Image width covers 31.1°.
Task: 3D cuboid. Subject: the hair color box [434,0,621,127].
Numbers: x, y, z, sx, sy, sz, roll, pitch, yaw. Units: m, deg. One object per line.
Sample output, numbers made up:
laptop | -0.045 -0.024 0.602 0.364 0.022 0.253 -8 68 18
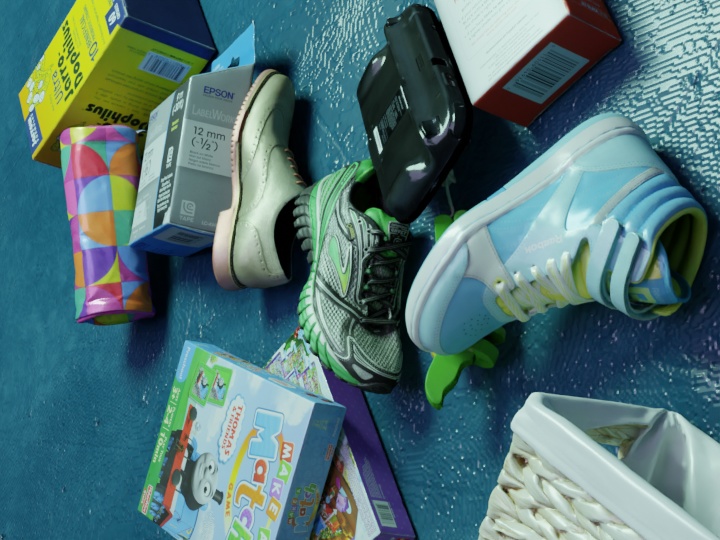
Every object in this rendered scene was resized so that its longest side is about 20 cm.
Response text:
hair color box | 0.105 -0.215 0.941 0.101 0.061 0.201 -41 50 35

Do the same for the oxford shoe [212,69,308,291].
oxford shoe | -0.072 -0.078 1.123 0.073 0.071 0.202 2 77 25

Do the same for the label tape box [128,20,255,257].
label tape box | -0.155 -0.122 1.197 0.143 0.066 0.202 163 114 -65

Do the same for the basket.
basket | 0.166 0.167 0.681 0.200 0.135 0.124 38 111 49

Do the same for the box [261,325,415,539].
box | -0.041 0.158 1.009 0.137 0.039 0.201 -47 46 29

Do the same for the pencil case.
pencil case | -0.248 -0.046 1.268 0.088 0.088 0.202 -15 77 47

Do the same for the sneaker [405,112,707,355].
sneaker | 0.125 0.004 0.798 0.200 0.079 0.131 -44 47 8

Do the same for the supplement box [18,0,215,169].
supplement box | -0.255 -0.205 1.339 0.200 0.109 0.109 -49 45 29

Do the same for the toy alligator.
toy alligator | 0.077 0.001 0.915 0.054 0.059 0.202 2 66 6

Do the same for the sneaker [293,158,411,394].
sneaker | 0.000 0.000 0.982 0.085 0.078 0.201 -36 51 37

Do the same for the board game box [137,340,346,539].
board game box | -0.099 0.152 1.021 0.199 0.036 0.152 17 91 52

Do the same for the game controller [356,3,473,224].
game controller | 0.038 -0.123 0.983 0.201 0.042 0.105 -101 29 -52
